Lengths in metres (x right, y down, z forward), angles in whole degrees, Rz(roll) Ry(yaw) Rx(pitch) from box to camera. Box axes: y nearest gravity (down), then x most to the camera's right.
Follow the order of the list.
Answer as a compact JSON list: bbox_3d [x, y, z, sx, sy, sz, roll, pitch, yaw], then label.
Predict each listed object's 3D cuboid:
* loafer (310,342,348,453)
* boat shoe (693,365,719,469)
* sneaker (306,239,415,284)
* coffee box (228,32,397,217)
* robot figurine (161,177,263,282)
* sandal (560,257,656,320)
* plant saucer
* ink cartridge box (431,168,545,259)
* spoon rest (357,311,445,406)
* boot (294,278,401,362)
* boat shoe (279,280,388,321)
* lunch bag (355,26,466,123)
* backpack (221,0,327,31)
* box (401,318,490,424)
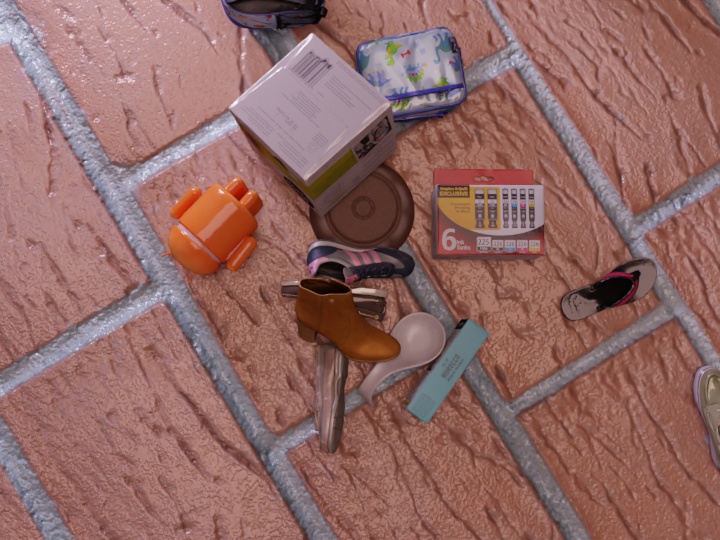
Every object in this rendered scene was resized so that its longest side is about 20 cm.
[{"bbox_3d":[-0.062,0.231,1.666,0.063,0.072,0.201,4,78,14],"label":"loafer"},{"bbox_3d":[0.675,0.275,1.695,0.072,0.062,0.201,-13,85,-4],"label":"boat shoe"},{"bbox_3d":[0.000,0.000,1.666,0.199,0.070,0.082,5,44,-1],"label":"sneaker"},{"bbox_3d":[-0.077,-0.251,1.619,0.200,0.198,0.200,-43,75,-6],"label":"coffee box"},{"bbox_3d":[-0.267,-0.076,1.653,0.200,0.117,0.144,-48,116,-7],"label":"robot figurine"},{"bbox_3d":[0.473,0.038,1.714,0.200,0.045,0.075,-25,87,-5],"label":"sandal"},{"bbox_3d":[0.004,-0.114,1.709,0.200,0.037,0.201,0,84,-4],"label":"plant saucer"},{"bbox_3d":[0.235,-0.110,1.696,0.199,0.084,0.176,0,85,-2],"label":"ink cartridge box"},{"bbox_3d":[0.073,0.161,1.670,0.099,0.061,0.200,41,86,21],"label":"spoon rest"},{"bbox_3d":[-0.019,0.085,1.607,0.201,0.144,0.071,13,47,3],"label":"boot"},{"bbox_3d":[-0.051,0.054,1.675,0.199,0.072,0.060,6,90,-2],"label":"boat shoe"},{"bbox_3d":[0.095,-0.361,1.714,0.199,0.082,0.161,-9,88,-3],"label":"lunch bag"},{"bbox_3d":[-0.169,-0.532,1.680,0.190,0.154,0.201,-6,79,-12],"label":"backpack"},{"bbox_3d":[0.154,0.182,1.668,0.049,0.082,0.200,36,85,-1],"label":"box"}]
